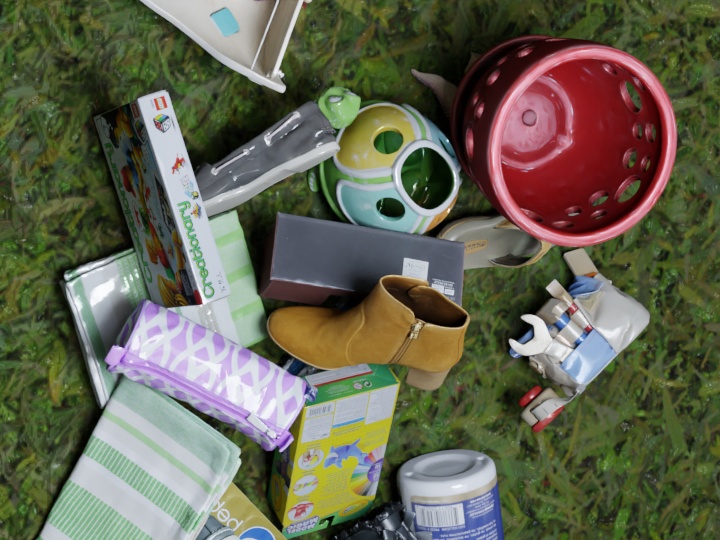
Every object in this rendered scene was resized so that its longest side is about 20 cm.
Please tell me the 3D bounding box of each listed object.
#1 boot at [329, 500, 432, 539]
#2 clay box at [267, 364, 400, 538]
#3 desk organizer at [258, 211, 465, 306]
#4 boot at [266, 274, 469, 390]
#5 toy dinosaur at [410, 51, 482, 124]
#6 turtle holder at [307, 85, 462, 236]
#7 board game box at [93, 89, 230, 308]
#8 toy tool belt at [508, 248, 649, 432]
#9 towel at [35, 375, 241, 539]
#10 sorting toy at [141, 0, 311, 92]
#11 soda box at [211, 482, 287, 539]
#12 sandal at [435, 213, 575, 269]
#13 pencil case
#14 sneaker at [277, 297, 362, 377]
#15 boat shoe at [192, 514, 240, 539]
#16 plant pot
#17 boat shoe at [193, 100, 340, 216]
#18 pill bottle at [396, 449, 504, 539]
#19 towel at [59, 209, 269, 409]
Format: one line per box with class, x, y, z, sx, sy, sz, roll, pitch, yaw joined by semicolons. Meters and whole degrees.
boot;0.022;0.351;1.819;0.073;0.198;0.163;-30;84;-46
clay box;-0.032;0.189;1.762;0.114;0.048;0.201;-12;134;-27
desk organizer;0.000;0.000;1.726;0.199;0.077;0.072;9;72;-13
boot;0.007;0.045;1.665;0.200;0.144;0.071;17;56;5
toy dinosaur;0.146;-0.159;1.824;0.199;0.086;0.136;11;99;-25
turtle holder;0.030;-0.119;1.733;0.141;0.132;0.186;-25;110;-23
board game box;-0.190;-0.064;1.601;0.034;0.126;0.201;-20;96;-27
toy tool belt;0.222;0.075;1.897;0.123;0.125;0.200;46;69;5
towel;-0.219;0.222;1.642;0.201;0.152;0.023;-61;162;7
sorting toy;-0.132;-0.300;1.639;0.179;0.107;0.201;22;88;-23
soda box;-0.144;0.260;1.736;0.068;0.064;0.200;-47;116;-15
sandal;0.172;-0.036;1.859;0.199;0.054;0.081;-17;129;-24
pencil case;-0.147;0.105;1.628;0.199;0.086;0.084;27;127;-9
sneaker;-0.012;0.094;1.787;0.200;0.075;0.087;-42;122;-9
boat shoe;-0.182;0.318;1.697;0.073;0.062;0.200;-20;149;-48
plant pot;0.192;-0.139;1.703;0.199;0.182;0.201;-4;104;-17
boat shoe;-0.117;-0.104;1.671;0.199;0.067;0.057;-25;83;8
pill bottle;0.105;0.309;1.856;0.111;0.111;0.201;-14;105;-27
towel;-0.195;0.037;1.696;0.199;0.031;0.150;-23;111;-27
